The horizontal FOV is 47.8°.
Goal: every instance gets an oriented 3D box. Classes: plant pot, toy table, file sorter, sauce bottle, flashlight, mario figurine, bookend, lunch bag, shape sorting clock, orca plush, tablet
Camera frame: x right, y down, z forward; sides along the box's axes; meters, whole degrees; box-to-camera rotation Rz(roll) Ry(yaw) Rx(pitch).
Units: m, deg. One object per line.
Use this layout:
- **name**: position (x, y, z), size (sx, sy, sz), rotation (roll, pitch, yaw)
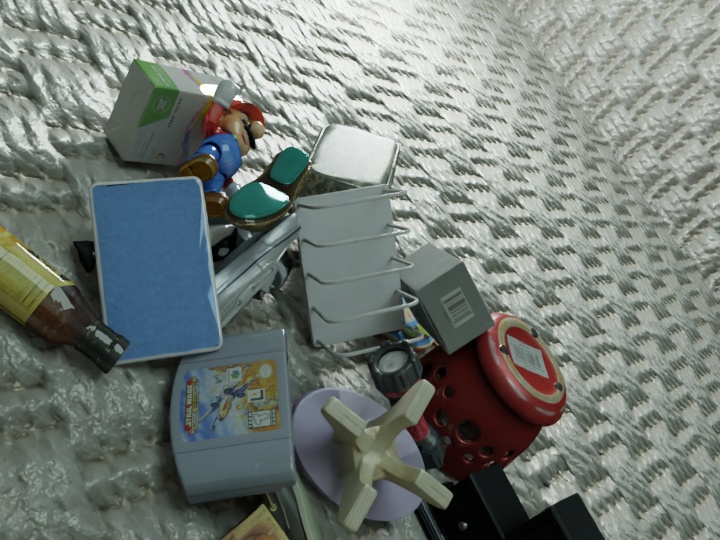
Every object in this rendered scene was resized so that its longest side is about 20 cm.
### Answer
- **plant pot**: position (0.186, 0.180, 1.182), size (0.198, 0.182, 0.203), rotation (30, 38, -26)
- **toy table**: position (0.016, 0.213, 0.944), size (0.197, 0.117, 0.187), rotation (28, 70, -16)
- **file sorter**: position (0.000, 0.000, 1.067), size (0.136, 0.124, 0.205), rotation (-10, 100, -14)
- **sauce bottle**: position (-0.325, 0.029, 0.827), size (0.199, 0.066, 0.066), rotation (42, 32, -14)
- **flashlight**: position (0.067, 0.181, 1.049), size (0.068, 0.066, 0.203), rotation (-74, 150, -49)
- **mario figurine**: position (-0.162, -0.159, 1.042), size (0.104, 0.124, 0.202), rotation (24, 38, -11)
- **bookend**: position (0.194, 0.324, 1.015), size (0.091, 0.200, 0.201), rotation (0, 56, -50)
- **lunch bag**: position (-0.027, -0.103, 1.239), size (0.136, 0.171, 0.201), rotation (14, 34, 0)
- **shape sorting clock**: position (0.053, 0.037, 1.302), size (0.198, 0.039, 0.203), rotation (31, 36, -25)
- **orca plush**: position (-0.237, -0.009, 0.971), size (0.198, 0.104, 0.073), rotation (-13, 102, -47)
- **tablet**: position (-0.229, -0.004, 0.910), size (0.127, 0.014, 0.205), rotation (-6, 81, -20)

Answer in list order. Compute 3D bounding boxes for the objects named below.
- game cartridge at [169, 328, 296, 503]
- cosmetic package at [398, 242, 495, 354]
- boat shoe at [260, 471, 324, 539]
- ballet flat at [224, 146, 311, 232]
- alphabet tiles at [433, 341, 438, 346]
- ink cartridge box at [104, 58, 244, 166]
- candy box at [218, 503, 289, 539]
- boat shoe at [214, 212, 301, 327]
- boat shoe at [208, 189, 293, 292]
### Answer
- **game cartridge**: position (-0.139, 0.150, 0.877), size (0.130, 0.042, 0.202), rotation (-4, 44, -6)
- **cosmetic package**: position (0.113, 0.035, 1.177), size (0.108, 0.089, 0.200), rotation (59, -5, -10)
- **boat shoe**: position (-0.087, 0.252, 0.884), size (0.072, 0.059, 0.204), rotation (77, -9, -68)
- **ballet flat**: position (-0.115, -0.087, 1.029), size (0.069, 0.066, 0.201), rotation (27, 37, 7)
- **alphabet tiles**: position (0.185, 0.112, 1.415), size (0.167, 0.006, 0.200), rotation (48, 32, -3)
- **ink cartridge box**: position (-0.240, -0.210, 1.127), size (0.198, 0.118, 0.067), rotation (-3, 43, -51)
- **candy box**: position (-0.082, 0.346, 0.788), size (0.201, 0.055, 0.115), rotation (52, 33, 7)
- **boat shoe**: position (-0.142, 0.008, 1.026), size (0.199, 0.073, 0.067), rotation (-41, 105, -23)
- **boat shoe**: position (-0.167, -0.062, 1.105), size (0.199, 0.073, 0.068), rotation (42, 36, -10)
